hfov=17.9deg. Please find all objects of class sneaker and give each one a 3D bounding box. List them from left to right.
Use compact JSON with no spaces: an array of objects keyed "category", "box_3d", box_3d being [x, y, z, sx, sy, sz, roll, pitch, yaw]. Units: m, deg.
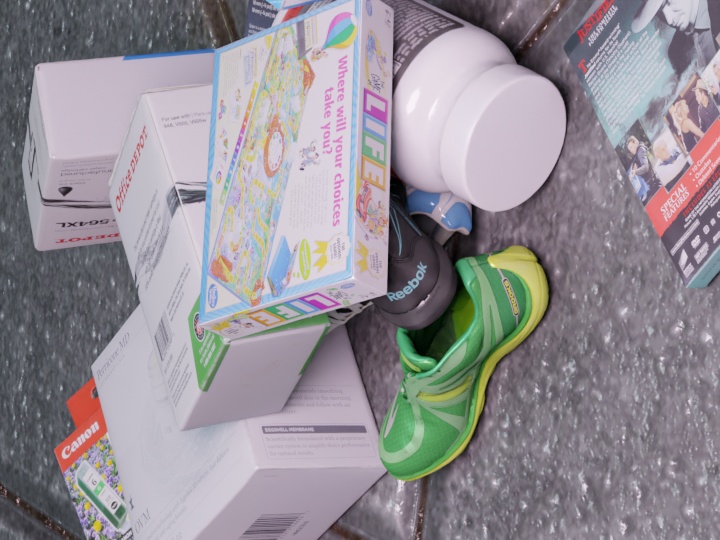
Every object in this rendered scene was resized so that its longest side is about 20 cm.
[{"category":"sneaker","box_3d":[-0.005,-0.039,1.526,0.076,0.079,0.200,-49,39,3]},{"category":"sneaker","box_3d":[0.000,0.000,1.619,0.200,0.072,0.073,-43,48,29]},{"category":"sneaker","box_3d":[0.052,0.059,1.556,0.201,0.083,0.074,-63,39,32]}]

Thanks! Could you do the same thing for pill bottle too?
[{"category":"pill bottle","box_3d":[0.036,-0.121,1.543,0.200,0.115,0.117,32,116,41]}]

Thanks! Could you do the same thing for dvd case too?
[{"category":"dvd case","box_3d":[0.201,-0.112,1.390,0.146,0.022,0.201,-56,46,40]}]

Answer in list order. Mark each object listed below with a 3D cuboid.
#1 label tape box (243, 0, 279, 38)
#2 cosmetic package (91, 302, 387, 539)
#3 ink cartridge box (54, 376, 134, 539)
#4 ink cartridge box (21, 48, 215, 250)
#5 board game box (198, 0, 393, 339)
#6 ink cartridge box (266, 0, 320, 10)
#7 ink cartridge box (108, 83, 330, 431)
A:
[{"category":"label tape box","box_3d":[-0.029,-0.173,1.708,0.144,0.063,0.202,24,109,55]},{"category":"cosmetic package","box_3d":[-0.098,0.109,1.756,0.199,0.122,0.201,-49,49,45]},{"category":"ink cartridge box","box_3d":[-0.201,0.152,1.944,0.109,0.050,0.201,-41,53,20]},{"category":"ink cartridge box","box_3d":[-0.190,-0.094,1.830,0.200,0.145,0.085,117,144,-67]},{"category":"board game box","box_3d":[-0.041,-0.067,1.478,0.134,0.034,0.202,-17,61,38]},{"category":"ink cartridge box","box_3d":[-0.055,-0.295,1.542,0.200,0.147,0.146,37,129,30]},{"category":"ink cartridge box","box_3d":[-0.103,-0.012,1.603,0.147,0.082,0.201,121,135,-57]}]
